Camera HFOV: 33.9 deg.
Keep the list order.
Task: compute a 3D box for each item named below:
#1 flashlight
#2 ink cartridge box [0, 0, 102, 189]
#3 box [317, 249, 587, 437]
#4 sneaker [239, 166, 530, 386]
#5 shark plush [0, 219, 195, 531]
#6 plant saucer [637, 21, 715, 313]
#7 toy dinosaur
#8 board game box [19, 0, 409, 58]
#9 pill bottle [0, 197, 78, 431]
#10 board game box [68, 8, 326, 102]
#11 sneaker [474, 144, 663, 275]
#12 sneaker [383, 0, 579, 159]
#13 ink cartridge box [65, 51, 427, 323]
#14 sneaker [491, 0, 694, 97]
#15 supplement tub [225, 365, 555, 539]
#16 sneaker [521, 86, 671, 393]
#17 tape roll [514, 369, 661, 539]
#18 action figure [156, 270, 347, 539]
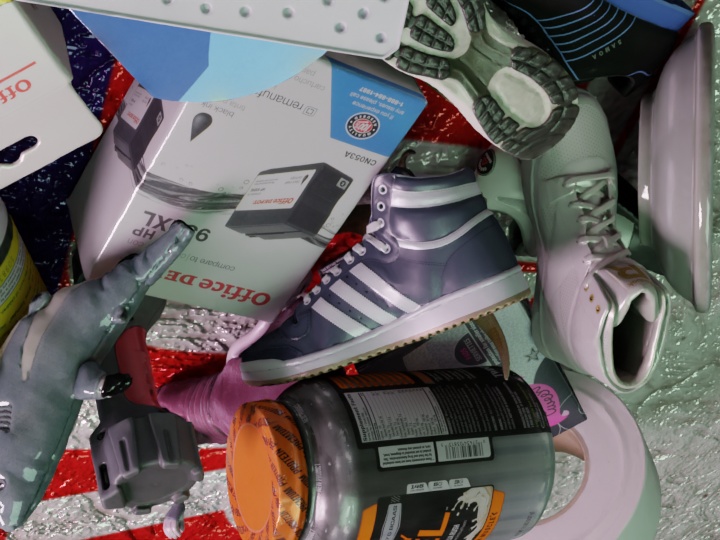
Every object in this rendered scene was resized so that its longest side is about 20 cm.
[{"bbox_3d":[-0.144,0.061,0.771,0.068,0.200,0.068,22,120,-39],"label":"flashlight"},{"bbox_3d":[-0.237,-0.134,0.638,0.116,0.068,0.200,-26,135,3],"label":"ink cartridge box"},{"bbox_3d":[0.077,0.060,0.927,0.132,0.115,0.200,-29,137,6],"label":"box"},{"bbox_3d":[0.000,0.000,0.772,0.199,0.109,0.070,-20,-178,13],"label":"sneaker"},{"bbox_3d":[-0.163,0.058,0.712,0.200,0.083,0.091,-43,143,-10],"label":"shark plush"},{"bbox_3d":[0.222,-0.071,0.828,0.050,0.201,0.201,0,139,15],"label":"plant saucer"},{"bbox_3d":[0.050,-0.016,0.827,0.101,0.200,0.058,-58,162,10],"label":"toy dinosaur"},{"bbox_3d":[-0.062,-0.214,0.559,0.199,0.026,0.201,7,116,-9],"label":"board game box"},{"bbox_3d":[-0.253,0.039,0.766,0.112,0.113,0.200,-18,136,-6],"label":"pill bottle"},{"bbox_3d":[-0.089,-0.187,0.610,0.158,0.039,0.200,-38,113,14],"label":"board game box"},{"bbox_3d":[0.160,-0.039,0.901,0.200,0.074,0.089,30,118,-28],"label":"sneaker"},{"bbox_3d":[0.046,-0.149,0.734,0.077,0.089,0.200,-46,118,4],"label":"sneaker"},{"bbox_3d":[-0.077,-0.074,0.753,0.145,0.084,0.200,15,125,-34],"label":"ink cartridge box"},{"bbox_3d":[0.127,-0.166,0.762,0.199,0.070,0.078,12,122,-32],"label":"sneaker"},{"bbox_3d":[0.019,0.129,0.791,0.199,0.123,0.123,-1,133,-26],"label":"supplement tub"},{"bbox_3d":[0.164,-0.020,0.788,0.073,0.116,0.201,-11,107,-18],"label":"sneaker"},{"bbox_3d":[0.154,0.186,1.021,0.202,0.203,0.071,-28,137,5],"label":"tape roll"},{"bbox_3d":[-0.108,0.103,0.899,0.199,0.134,0.149,-14,107,26],"label":"action figure"}]
